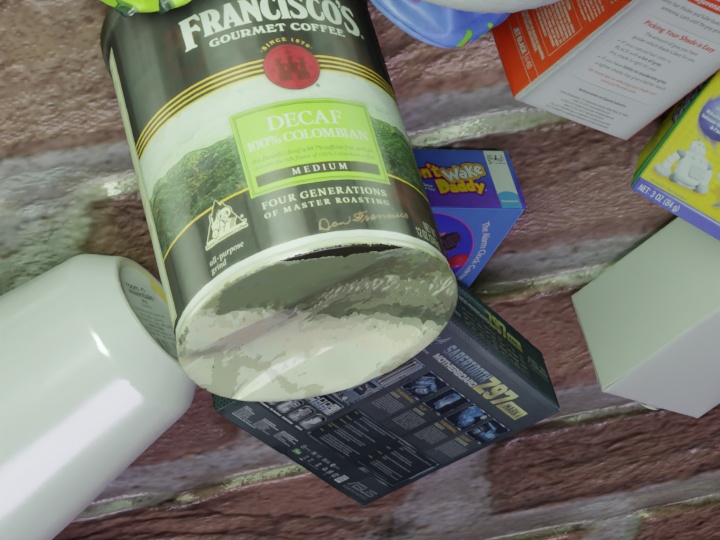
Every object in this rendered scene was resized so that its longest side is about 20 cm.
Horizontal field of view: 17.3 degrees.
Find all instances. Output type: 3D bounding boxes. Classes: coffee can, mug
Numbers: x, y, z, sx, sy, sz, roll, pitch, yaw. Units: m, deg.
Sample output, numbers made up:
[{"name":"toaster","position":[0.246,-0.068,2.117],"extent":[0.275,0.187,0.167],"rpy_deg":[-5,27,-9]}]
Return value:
[{"name":"coffee can","position":[-0.044,-0.053,1.228],"extent":[0.146,0.200,0.146],"rpy_deg":[-12,149,-7]},{"name":"mug","position":[-0.181,0.060,1.445],"extent":[0.153,0.187,0.149],"rpy_deg":[-36,113,14]}]

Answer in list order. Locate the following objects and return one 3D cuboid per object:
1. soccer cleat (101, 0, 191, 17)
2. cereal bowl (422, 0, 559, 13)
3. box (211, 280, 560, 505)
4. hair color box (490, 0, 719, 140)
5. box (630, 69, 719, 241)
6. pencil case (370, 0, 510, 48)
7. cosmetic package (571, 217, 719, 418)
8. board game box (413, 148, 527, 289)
[{"name":"soccer cleat","position":[-0.077,-0.184,1.135],"extent":[0.068,0.081,0.200],"rpy_deg":[39,147,-15]},{"name":"cereal bowl","position":[0.039,-0.202,1.046],"extent":[0.200,0.200,0.083],"rpy_deg":[3,162,-29]},{"name":"box","position":[0.017,0.071,1.515],"extent":[0.158,0.051,0.200],"rpy_deg":[-27,147,18]},{"name":"hair color box","position":[0.177,-0.159,1.297],"extent":[0.101,0.061,0.200],"rpy_deg":[16,138,-42]},{"name":"box","position":[0.259,-0.098,1.376],"extent":[0.117,0.048,0.200],"rpy_deg":[29,124,-5]},{"name":"pencil case","position":[0.086,-0.192,1.181],"extent":[0.087,0.078,0.200],"rpy_deg":[38,129,-14]},{"name":"cosmetic package","position":[0.253,0.009,1.583],"extent":[0.108,0.085,0.200],"rpy_deg":[18,136,-43]},{"name":"board game box","position":[0.000,0.000,1.486],"extent":[0.134,0.045,0.200],"rpy_deg":[1,145,-26]}]
